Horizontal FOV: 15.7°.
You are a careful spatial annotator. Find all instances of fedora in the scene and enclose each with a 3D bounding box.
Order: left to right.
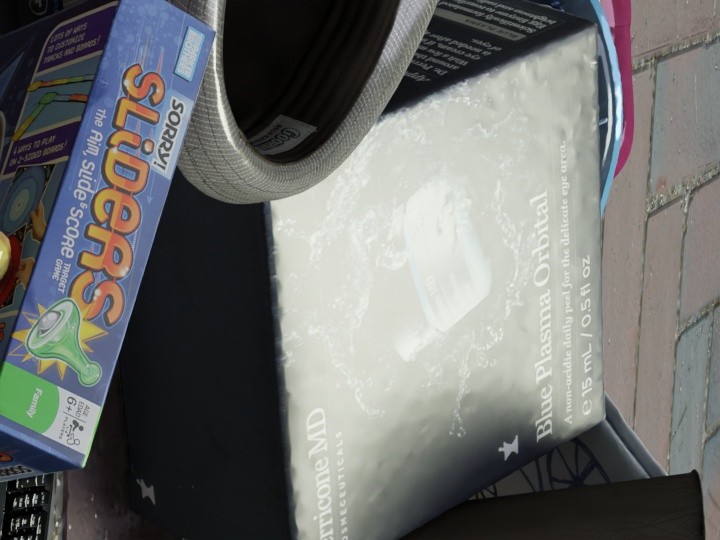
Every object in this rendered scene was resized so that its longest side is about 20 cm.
[{"bbox_3d":[-0.041,-0.124,0.939,0.201,0.090,0.177,-66,153,-15],"label":"fedora"}]

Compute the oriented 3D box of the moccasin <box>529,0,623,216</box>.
[{"bbox_3d":[0.082,-0.045,1.273,0.068,0.080,0.201,-19,120,-34],"label":"moccasin"}]

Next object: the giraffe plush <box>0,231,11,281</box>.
[{"bbox_3d":[-0.179,-0.044,0.664,0.172,0.161,0.202,-35,128,-63],"label":"giraffe plush"}]

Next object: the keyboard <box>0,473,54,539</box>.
[{"bbox_3d":[-0.141,0.173,1.004,0.104,0.039,0.202,5,91,-70],"label":"keyboard"}]

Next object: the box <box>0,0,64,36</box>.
[{"bbox_3d":[-0.105,-0.179,0.947,0.199,0.049,0.201,-45,138,-53],"label":"box"}]

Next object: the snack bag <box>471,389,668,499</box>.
[{"bbox_3d":[0.072,0.096,1.286,0.021,0.189,0.201,-19,145,-29],"label":"snack bag"}]

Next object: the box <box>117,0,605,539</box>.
[{"bbox_3d":[0.000,0.000,1.119,0.199,0.117,0.198,-25,123,-37],"label":"box"}]

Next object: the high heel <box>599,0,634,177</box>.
[{"bbox_3d":[0.112,-0.144,1.373,0.096,0.067,0.201,72,21,-66],"label":"high heel"}]

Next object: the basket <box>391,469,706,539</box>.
[{"bbox_3d":[0.045,0.175,1.142,0.136,0.198,0.182,-67,158,-86],"label":"basket"}]

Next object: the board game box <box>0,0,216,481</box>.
[{"bbox_3d":[-0.128,0.000,0.784,0.034,0.199,0.136,28,67,-31],"label":"board game box"}]
